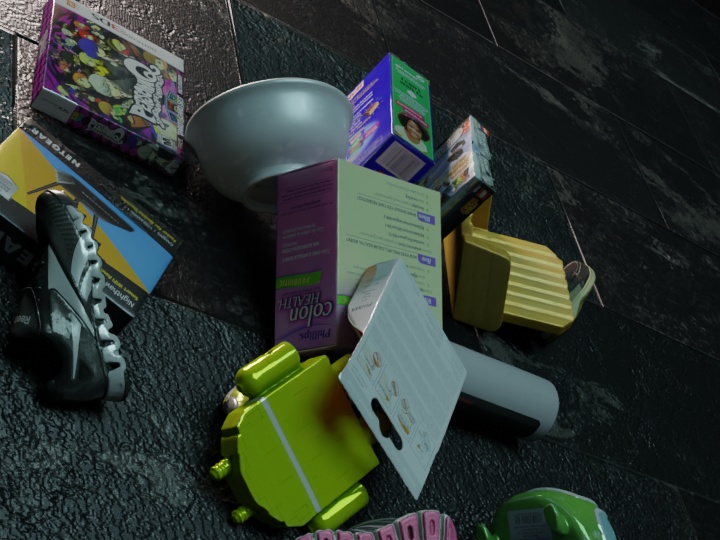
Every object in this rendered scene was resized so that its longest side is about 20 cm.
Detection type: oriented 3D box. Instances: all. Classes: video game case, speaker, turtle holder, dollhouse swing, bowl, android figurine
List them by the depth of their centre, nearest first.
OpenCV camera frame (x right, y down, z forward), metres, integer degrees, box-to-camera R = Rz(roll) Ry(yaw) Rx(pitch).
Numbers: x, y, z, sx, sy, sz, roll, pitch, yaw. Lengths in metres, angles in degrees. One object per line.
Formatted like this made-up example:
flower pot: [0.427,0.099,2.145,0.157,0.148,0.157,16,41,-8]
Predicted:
android figurine: [-0.058,0.165,1.244,0.199,0.041,0.183,-34,101,-37]
turtle holder: [0.216,0.317,1.357,0.131,0.141,0.186,0,50,-52]
bowl: [-0.096,-0.127,1.487,0.200,0.200,0.091,11,57,-43]
video game case: [-0.286,-0.217,1.502,0.180,0.036,0.201,26,35,-28]
speaker: [0.139,0.139,1.542,0.199,0.081,0.082,23,36,-34]
dollhouse swing: [0.204,-0.036,1.741,0.174,0.183,0.201,2,39,-3]

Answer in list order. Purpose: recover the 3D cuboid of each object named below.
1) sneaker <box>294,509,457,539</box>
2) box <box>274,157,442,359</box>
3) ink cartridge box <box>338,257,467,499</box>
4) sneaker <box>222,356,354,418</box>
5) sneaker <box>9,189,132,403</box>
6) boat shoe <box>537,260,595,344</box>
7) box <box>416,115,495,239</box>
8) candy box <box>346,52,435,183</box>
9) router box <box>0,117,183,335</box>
sneaker: [-0.009,0.274,1.211,0.198,0.087,0.074,-10,75,-30]
box: [0.000,0.000,1.435,0.175,0.096,0.202,13,71,-46]
ink cartridge box: [0.033,0.109,1.315,0.163,0.050,0.201,59,36,-23]
sneaker: [-0.062,0.120,1.322,0.076,0.076,0.199,54,32,14]
sneaker: [-0.270,0.026,1.153,0.090,0.066,0.202,-12,83,-32]
boat shoe: [0.285,0.029,1.865,0.065,0.073,0.200,46,30,-7]
box: [0.085,-0.084,1.631,0.040,0.200,0.138,34,32,-23]
candy box: [0.011,-0.156,1.659,0.077,0.169,0.201,33,32,-25]
router box: [-0.284,-0.041,1.270,0.199,0.051,0.150,39,32,-11]
